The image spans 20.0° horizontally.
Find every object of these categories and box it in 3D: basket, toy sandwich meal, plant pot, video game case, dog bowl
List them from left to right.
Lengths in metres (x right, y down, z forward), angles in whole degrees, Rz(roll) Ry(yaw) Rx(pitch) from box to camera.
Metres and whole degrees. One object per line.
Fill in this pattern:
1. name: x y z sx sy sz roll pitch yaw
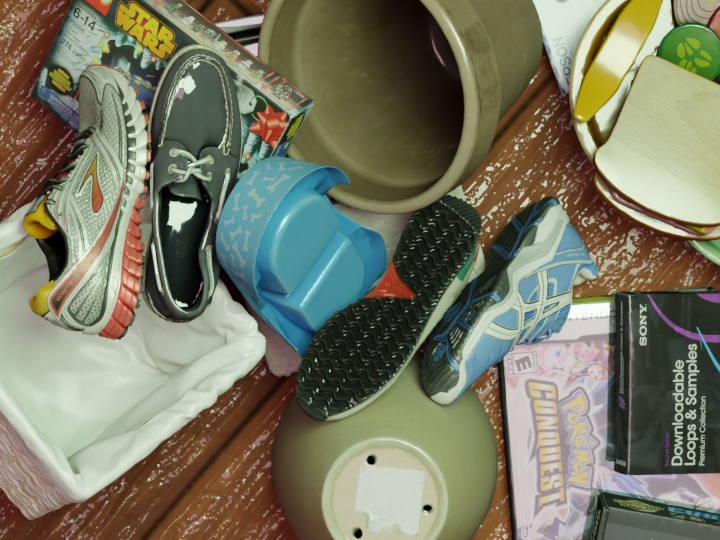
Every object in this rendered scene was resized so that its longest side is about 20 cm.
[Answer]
1. basket: -0.217 0.056 1.549 0.198 0.161 0.201 -39 91 -27
2. dog bowl: -0.045 -0.011 1.505 0.049 0.200 0.112 27 74 28
3. plant pot: 0.019 0.160 1.560 0.185 0.200 0.190 0 92 1
4. plant pot: 0.050 -0.163 1.544 0.199 0.174 0.202 17 120 33
5. video game case: 0.204 0.121 1.643 0.179 0.026 0.202 -5 92 1
6. toy sandwich meal: 0.244 -0.129 1.511 0.203 0.070 0.208 0 91 2

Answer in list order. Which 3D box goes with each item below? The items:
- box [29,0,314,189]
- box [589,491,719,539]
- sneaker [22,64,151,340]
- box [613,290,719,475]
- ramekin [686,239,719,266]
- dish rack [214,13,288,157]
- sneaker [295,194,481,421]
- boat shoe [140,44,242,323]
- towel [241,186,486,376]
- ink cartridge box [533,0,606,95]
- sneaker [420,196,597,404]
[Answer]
1. box: -0.146 -0.130 1.550 0.199 0.040 0.137 38 124 10
2. box: 0.268 0.294 1.625 0.198 0.050 0.201 11 98 -1
3. sneaker: -0.196 -0.054 1.457 0.081 0.078 0.202 8 70 -21
4. box: 0.298 0.088 1.613 0.198 0.036 0.145 -1 91 -12
5. ramekin: 0.320 -0.095 1.596 0.198 0.098 0.202 0 92 1
6. dish rack: -0.094 -0.112 1.629 0.198 0.044 0.174 -11 91 1
7. sneaker: 0.028 0.041 1.544 0.070 0.094 0.200 32 76 18
8. boat shoe: -0.118 -0.061 1.466 0.072 0.063 0.202 6 94 -17
9. towel: 0.000 0.000 1.614 0.198 0.035 0.133 -20 115 2
10. ink cartridge box: 0.220 -0.264 1.620 0.198 0.043 0.198 -19 91 4
11. sneaker: 0.119 0.032 1.573 0.077 0.076 0.200 47 61 -14
